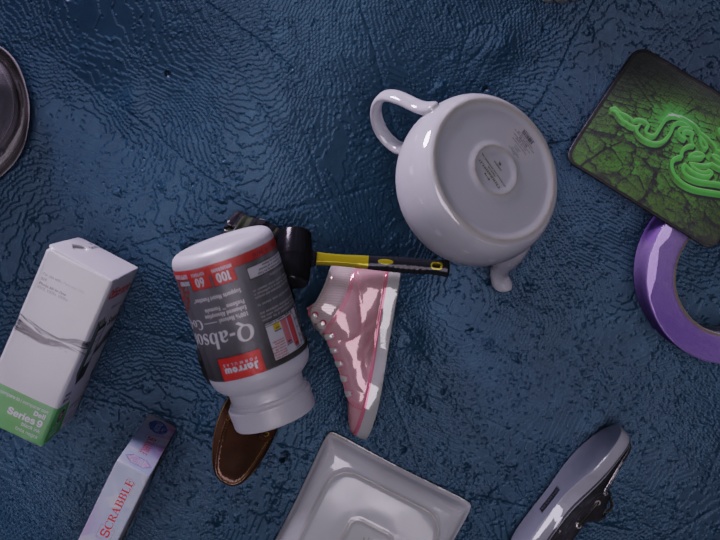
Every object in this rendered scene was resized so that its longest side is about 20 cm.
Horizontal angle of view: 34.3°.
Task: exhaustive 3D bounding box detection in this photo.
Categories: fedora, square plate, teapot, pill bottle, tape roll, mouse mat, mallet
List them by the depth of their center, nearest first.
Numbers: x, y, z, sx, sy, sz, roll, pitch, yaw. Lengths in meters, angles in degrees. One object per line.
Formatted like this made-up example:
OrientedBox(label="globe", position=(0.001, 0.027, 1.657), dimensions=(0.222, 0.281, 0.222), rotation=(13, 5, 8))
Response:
OrientedBox(label="pill bottle", position=(-0.121, 0.064, 1.256), dimensions=(0.114, 0.116, 0.203), rotation=(-17, 100, 2))
OrientedBox(label="teapot", position=(0.110, -0.093, 1.297), dimensions=(0.195, 0.146, 0.204), rotation=(7, 75, -26))
OrientedBox(label="mallet", position=(0.000, 0.000, 1.304), dimensions=(0.197, 0.041, 0.067), rotation=(11, 70, 1))
OrientedBox(label="fedora", position=(-0.471, -0.173, 1.306), dimensions=(0.198, 0.090, 0.179), rotation=(-30, 95, 3))
OrientedBox(label="mouse mat", position=(0.354, -0.140, 1.314), dimensions=(0.199, 0.008, 0.162), rotation=(33, 86, 14))
OrientedBox(label="tape roll", position=(0.419, 0.003, 1.343), dimensions=(0.196, 0.066, 0.204), rotation=(0, 97, 0))
OrientedBox(label="square plate", position=(0.005, 0.326, 1.396), dimensions=(0.196, 0.028, 0.202), rotation=(27, 96, -3))

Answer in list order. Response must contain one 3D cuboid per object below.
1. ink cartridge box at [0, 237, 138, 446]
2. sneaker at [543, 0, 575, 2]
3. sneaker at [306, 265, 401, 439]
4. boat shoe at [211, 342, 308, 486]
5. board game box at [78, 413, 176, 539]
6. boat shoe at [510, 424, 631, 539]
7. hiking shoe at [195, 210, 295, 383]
OrientedBox(label="ink cartridge box", position=(-0.336, 0.075, 1.307), dimensions=(0.083, 0.146, 0.202), rotation=(25, 96, -2))
OrientedBox(label="sneaker", position=(0.264, -0.354, 1.307), dimensions=(0.196, 0.075, 0.088), rotation=(-5, 86, -5))
OrientedBox(label="sneaker", position=(-0.017, 0.087, 1.347), dimensions=(0.103, 0.075, 0.204), rotation=(9, 92, -1))
OrientedBox(label="boat shoe", position=(-0.122, 0.160, 1.357), dimensions=(0.071, 0.068, 0.202), rotation=(25, 96, -3))
OrientedBox(label="board game box", position=(-0.278, 0.279, 1.304), dimensions=(0.041, 0.200, 0.202), rotation=(26, 96, -3))
OrientedBox(label="boat shoe", position=(0.260, 0.274, 1.373), dimensions=(0.066, 0.070, 0.201), rotation=(36, 96, -12))
OrientedBox(label="hiking shoe", position=(-0.128, 0.039, 1.339), dimensions=(0.099, 0.076, 0.203), rotation=(13, 95, 2))
